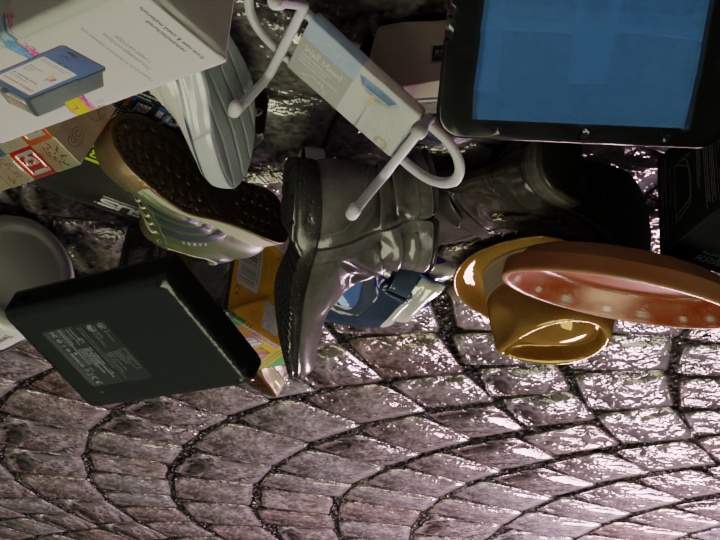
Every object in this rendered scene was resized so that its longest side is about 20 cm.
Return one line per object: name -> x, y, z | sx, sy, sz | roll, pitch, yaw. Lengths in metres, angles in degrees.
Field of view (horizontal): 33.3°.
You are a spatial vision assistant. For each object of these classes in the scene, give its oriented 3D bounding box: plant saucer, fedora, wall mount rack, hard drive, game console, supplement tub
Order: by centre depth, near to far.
game console -> 0.156, -0.152, 0.717 | 0.197, 0.120, 0.172 | 1, 174, -7
wall mount rack -> -0.013, -0.116, 0.801 | 0.200, 0.075, 0.174 | 41, 154, -1
plant saucer -> 0.217, 0.011, 0.998 | 0.198, 0.033, 0.200 | 11, 171, 2
hard drive -> -0.204, 0.059, 1.078 | 0.198, 0.033, 0.140 | -11, 130, 33
fedora -> 0.184, 0.037, 1.162 | 0.198, 0.083, 0.201 | 5, 154, 3
supplement tub -> -0.386, 0.029, 1.216 | 0.122, 0.124, 0.199 | 25, 147, -34

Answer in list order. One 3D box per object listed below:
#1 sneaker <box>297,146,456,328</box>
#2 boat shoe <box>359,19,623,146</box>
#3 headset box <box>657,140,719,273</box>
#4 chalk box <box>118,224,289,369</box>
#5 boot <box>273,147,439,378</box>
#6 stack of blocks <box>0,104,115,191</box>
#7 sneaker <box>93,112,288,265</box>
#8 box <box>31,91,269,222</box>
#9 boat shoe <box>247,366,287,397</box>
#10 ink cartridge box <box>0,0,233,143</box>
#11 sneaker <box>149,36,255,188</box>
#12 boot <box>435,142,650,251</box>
sneaker -> 0.014, -0.028, 1.062 | 0.144, 0.081, 0.201 | 0, 136, -4
boat shoe -> 0.100, -0.134, 0.862 | 0.198, 0.076, 0.093 | 5, 160, 22
headset box -> 0.348, -0.073, 0.900 | 0.172, 0.094, 0.200 | 13, 152, -16
chalk box -> -0.157, 0.026, 1.165 | 0.198, 0.126, 0.123 | -13, 148, 34
boot -> 0.000, 0.000, 0.982 | 0.130, 0.070, 0.202 | -2, 122, -16
stack of blocks -> -0.283, -0.151, 0.841 | 0.114, 0.059, 0.200 | -10, 133, 39
sneaker -> -0.152, -0.051, 0.964 | 0.089, 0.068, 0.199 | -23, 148, 31
box -> -0.203, -0.115, 0.977 | 0.198, 0.048, 0.193 | 20, 146, -26
boat shoe -> -0.118, 0.069, 1.329 | 0.073, 0.063, 0.201 | 26, 157, 20
ink cartridge box -> -0.172, -0.179, 0.729 | 0.198, 0.147, 0.087 | -13, 150, 31
sneaker -> -0.128, -0.146, 0.864 | 0.070, 0.073, 0.201 | 9, 136, 24
boot -> 0.137, -0.050, 1.037 | 0.173, 0.070, 0.199 | -13, 144, 44
